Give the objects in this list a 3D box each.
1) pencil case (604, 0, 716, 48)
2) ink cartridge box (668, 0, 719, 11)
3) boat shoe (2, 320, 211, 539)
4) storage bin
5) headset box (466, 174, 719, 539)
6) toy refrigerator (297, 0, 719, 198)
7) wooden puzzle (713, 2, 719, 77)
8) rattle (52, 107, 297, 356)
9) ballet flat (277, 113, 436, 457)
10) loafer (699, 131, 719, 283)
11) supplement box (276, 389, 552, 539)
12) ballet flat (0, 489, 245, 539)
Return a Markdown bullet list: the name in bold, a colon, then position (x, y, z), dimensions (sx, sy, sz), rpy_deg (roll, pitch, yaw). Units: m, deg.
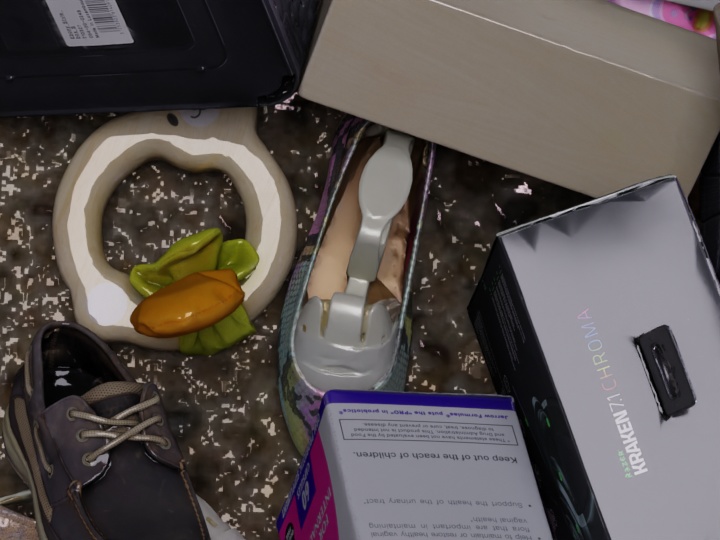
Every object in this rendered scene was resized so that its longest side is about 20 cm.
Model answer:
- **pencil case**: position (0.152, -0.137, 1.503), dimensions (0.199, 0.087, 0.088), rpy_deg (12, 78, 0)
- **ink cartridge box**: position (0.161, -0.227, 1.472), dimensions (0.144, 0.084, 0.201), rpy_deg (12, 45, 0)
- **boat shoe**: position (-0.125, 0.088, 1.395), dimensions (0.074, 0.200, 0.074), rpy_deg (-11, 120, -24)
- **storage bin**: position (-0.127, -0.155, 1.433), dimensions (0.199, 0.135, 0.094), rpy_deg (-1, 50, 19)
- **headset box**: position (0.126, 0.065, 1.398), dimensions (0.092, 0.200, 0.175), rpy_deg (-18, 79, -6)
- **toy refrigerator**: position (0.076, -0.101, 1.447), dimensions (0.199, 0.070, 0.076), rpy_deg (18, 123, -6)
- **wooden puzzle**: position (0.239, -0.024, 1.426), dimensions (0.199, 0.037, 0.186), rpy_deg (12, 68, -40)
- **rattle**: position (-0.097, -0.063, 1.454), dimensions (0.130, 0.143, 0.201), rpy_deg (6, 84, 18)
- **ballet flat**: position (0.000, 0.000, 1.473), dimensions (0.069, 0.071, 0.201), rpy_deg (12, 79, -1)
- **loafer**: position (0.206, 0.006, 1.476), dimensions (0.063, 0.072, 0.201), rpy_deg (-2, 91, -3)
- **supplement box**: position (0.034, 0.163, 1.370), dimensions (0.103, 0.101, 0.201), rpy_deg (3, 44, -19)
- **ballet flat**: position (-0.110, 0.139, 1.447), dimensions (0.199, 0.068, 0.068), rpy_deg (8, 72, -2)
